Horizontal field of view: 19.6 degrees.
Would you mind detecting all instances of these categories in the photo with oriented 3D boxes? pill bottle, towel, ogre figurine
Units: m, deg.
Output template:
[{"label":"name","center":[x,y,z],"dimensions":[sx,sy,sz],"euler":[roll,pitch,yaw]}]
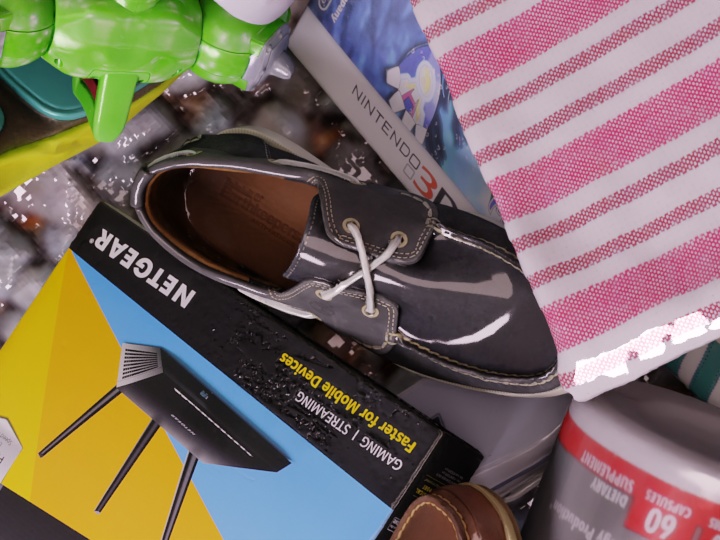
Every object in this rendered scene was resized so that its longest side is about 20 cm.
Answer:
[{"label":"pill bottle","center":[0.102,0.153,0.807],"dimensions":[0.114,0.114,0.200],"euler":[20,101,4]},{"label":"towel","center":[0.094,-0.069,0.739],"dimensions":[0.146,0.030,0.200],"euler":[-32,71,35]},{"label":"ogre figurine","center":[-0.103,-0.122,0.853],"dimensions":[0.098,0.200,0.120],"euler":[-49,41,27]}]

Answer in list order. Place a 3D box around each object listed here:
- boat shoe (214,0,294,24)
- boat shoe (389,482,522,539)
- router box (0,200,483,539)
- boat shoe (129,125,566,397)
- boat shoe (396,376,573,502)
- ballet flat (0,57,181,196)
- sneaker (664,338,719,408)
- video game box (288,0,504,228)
[{"label":"boat shoe","center":[-0.024,-0.169,0.838],"dimensions":[0.074,0.199,0.068],"euler":[44,120,-13]},{"label":"boat shoe","center":[0.006,0.174,0.778],"dimensions":[0.068,0.072,0.200],"euler":[9,106,-35]},{"label":"router box","center":[-0.070,0.083,0.852],"dimensions":[0.200,0.051,0.149],"euler":[32,88,31]},{"label":"boat shoe","center":[0.000,0.000,0.817],"dimensions":[0.200,0.068,0.072],"euler":[25,104,24]},{"label":"boat shoe","center":[0.015,0.092,0.876],"dimensions":[0.200,0.065,0.074],"euler":[-23,62,19]},{"label":"ballet flat","center":[-0.155,-0.062,0.891],"dimensions":[0.067,0.067,0.200],"euler":[46,55,13]},{"label":"sneaker","center":[0.157,0.025,0.881],"dimensions":[0.070,0.093,0.200],"euler":[-45,111,-34]},{"label":"video game box","center":[0.073,-0.106,0.820],"dimensions":[0.182,0.047,0.200],"euler":[50,128,25]}]
